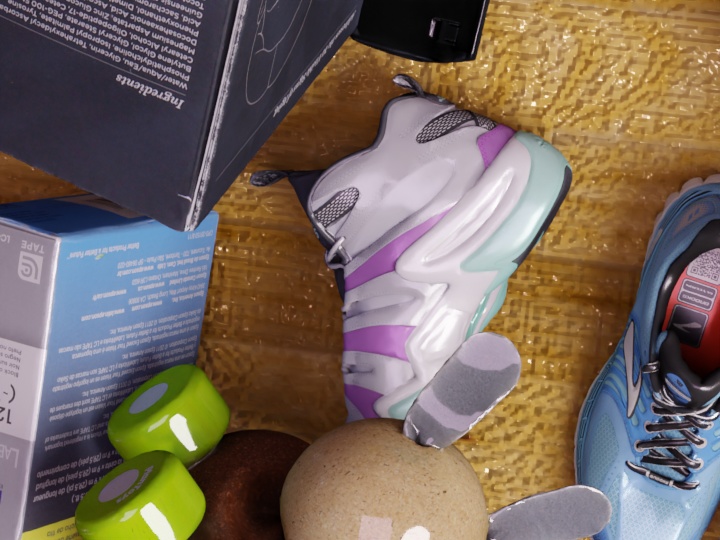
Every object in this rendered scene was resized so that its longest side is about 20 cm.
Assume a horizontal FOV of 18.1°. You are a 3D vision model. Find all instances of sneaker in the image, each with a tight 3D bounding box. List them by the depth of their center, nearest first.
[{"bbox_3d":[0.146,0.056,1.075,0.078,0.090,0.201,12,102,6],"label":"sneaker"},{"bbox_3d":[0.000,0.000,1.102,0.139,0.078,0.201,30,99,8],"label":"sneaker"}]

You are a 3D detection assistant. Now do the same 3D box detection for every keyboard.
[{"bbox_3d":[0.061,-0.195,1.082,0.104,0.040,0.201,20,104,29],"label":"keyboard"}]

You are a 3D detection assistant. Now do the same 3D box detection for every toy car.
[{"bbox_3d":[0.004,0.107,1.018,0.199,0.158,0.165,-28,110,17],"label":"toy car"}]

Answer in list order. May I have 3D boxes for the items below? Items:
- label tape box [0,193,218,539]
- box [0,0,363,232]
[{"bbox_3d":[-0.142,0.067,1.088,0.066,0.143,0.201,16,103,24],"label":"label tape box"},{"bbox_3d":[-0.067,-0.161,0.979,0.123,0.200,0.197,22,128,10],"label":"box"}]
